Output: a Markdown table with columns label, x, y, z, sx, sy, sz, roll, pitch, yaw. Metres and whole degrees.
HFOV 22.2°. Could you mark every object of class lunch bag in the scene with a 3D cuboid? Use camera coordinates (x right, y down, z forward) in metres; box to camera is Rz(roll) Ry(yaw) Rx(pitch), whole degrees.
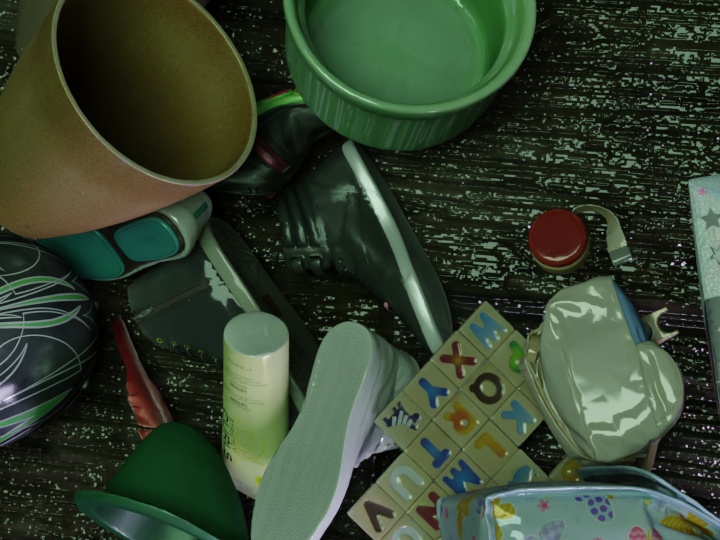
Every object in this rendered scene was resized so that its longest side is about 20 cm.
| label | x | y | z | sx | sy | sz | roll | pitch | yaw |
| --- | --- | --- | --- | --- | --- | --- | --- | --- | --- |
| lunch bag | 0.170 | 0.208 | 1.365 | 0.200 | 0.170 | 0.127 | 1 | 81 | -9 |

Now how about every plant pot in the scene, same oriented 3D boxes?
| label | x | y | z | sx | sy | sz | roll | pitch | yaw |
| --- | --- | --- | --- | --- | --- | --- | --- | --- | --- |
| plant pot | -0.216 | -0.109 | 1.450 | 0.200 | 0.186 | 0.186 | -31 | 77 | 41 |
| plant pot | -0.205 | -0.242 | 1.537 | 0.200 | 0.200 | 0.175 | 31 | 112 | 15 |

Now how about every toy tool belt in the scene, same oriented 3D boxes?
| label | x | y | z | sx | sy | sz | roll | pitch | yaw |
| --- | --- | --- | --- | --- | --- | --- | --- | --- | --- |
| toy tool belt | 0.185 | 0.058 | 1.436 | 0.125 | 0.123 | 0.200 | -21 | 72 | 8 |

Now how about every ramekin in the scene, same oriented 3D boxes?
| label | x | y | z | sx | sy | sz | roll | pitch | yaw |
| --- | --- | --- | --- | --- | --- | --- | --- | --- | --- |
| ramekin | 0.033 | -0.193 | 1.466 | 0.200 | 0.098 | 0.200 | 3 | 68 | -7 |

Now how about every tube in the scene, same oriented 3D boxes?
| label | x | y | z | sx | sy | sz | roll | pitch | yaw |
| --- | --- | --- | --- | --- | --- | --- | --- | --- | --- |
| tube | -0.083 | 0.121 | 1.475 | 0.052 | 0.200 | 0.058 | -8 | 45 | -12 |

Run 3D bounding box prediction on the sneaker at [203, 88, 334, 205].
| label | x | y | z | sx | sy | sz | roll | pitch | yaw |
| --- | --- | --- | --- | --- | --- | --- | --- | --- | --- |
| sneaker | -0.076 | -0.101 | 1.543 | 0.200 | 0.077 | 0.084 | -21 | 97 | 16 |

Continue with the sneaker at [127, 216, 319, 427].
| label | x | y | z | sx | sy | sz | roll | pitch | yaw |
| --- | --- | --- | --- | --- | --- | --- | --- | --- | --- |
| sneaker | -0.107 | 0.065 | 1.537 | 0.106 | 0.075 | 0.200 | -37 | 77 | 21 |

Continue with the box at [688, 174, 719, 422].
| label | x | y | z | sx | sy | sz | roll | pitch | yaw |
| --- | --- | --- | --- | --- | --- | --- | --- | --- | --- |
| box | 0.316 | 0.027 | 1.389 | 0.115 | 0.132 | 0.200 | -9 | 83 | 12 |

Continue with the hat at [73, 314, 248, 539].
| label | x | y | z | sx | sy | sz | roll | pitch | yaw |
| --- | --- | --- | --- | --- | --- | --- | --- | --- | --- |
| hat | -0.131 | 0.141 | 1.509 | 0.200 | 0.166 | 0.176 | 29 | 68 | -13 |

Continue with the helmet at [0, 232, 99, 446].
| label | x | y | z | sx | sy | sz | roll | pitch | yaw |
| --- | --- | --- | --- | --- | --- | --- | --- | --- | --- |
| helmet | -0.322 | 0.059 | 1.529 | 0.191 | 0.200 | 0.200 | -26 | 78 | 36 |

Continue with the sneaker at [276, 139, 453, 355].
| label | x | y | z | sx | sy | sz | roll | pitch | yaw |
| --- | --- | --- | --- | --- | --- | --- | --- | --- | --- |
| sneaker | 0.000 | 0.000 | 1.510 | 0.099 | 0.071 | 0.200 | -31 | 73 | 12 |

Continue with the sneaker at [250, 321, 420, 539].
| label | x | y | z | sx | sy | sz | roll | pitch | yaw |
| --- | --- | --- | --- | --- | --- | --- | --- | --- | --- |
| sneaker | -0.009 | 0.150 | 1.471 | 0.074 | 0.116 | 0.200 | 21 | 86 | 34 |

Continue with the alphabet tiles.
| label | x | y | z | sx | sy | sz | roll | pitch | yaw |
| --- | --- | --- | --- | --- | --- | --- | --- | --- | --- |
| alphabet tiles | 0.091 | 0.152 | 1.443 | 0.167 | 0.008 | 0.200 | 45 | 77 | -5 |

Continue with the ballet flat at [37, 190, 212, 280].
| label | x | y | z | sx | sy | sz | roll | pitch | yaw |
| --- | --- | --- | --- | --- | --- | --- | --- | --- | --- |
| ballet flat | -0.193 | -0.034 | 1.549 | 0.200 | 0.069 | 0.069 | -9 | 82 | 47 |
